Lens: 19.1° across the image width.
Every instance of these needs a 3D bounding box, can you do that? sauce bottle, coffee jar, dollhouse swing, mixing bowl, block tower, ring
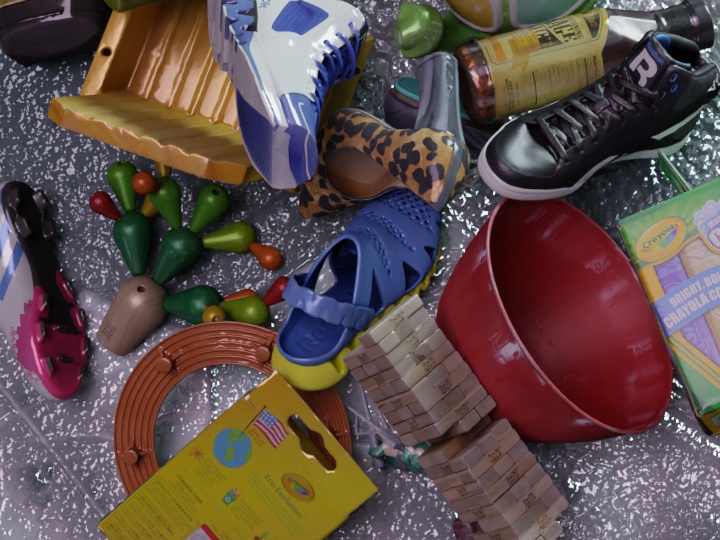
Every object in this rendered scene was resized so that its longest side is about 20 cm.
[{"bbox_3d":[0.173,-0.167,1.650,0.199,0.066,0.066,-16,74,-9],"label":"sauce bottle"},{"bbox_3d":[-0.267,-0.279,1.836,0.104,0.085,0.201,-11,76,14],"label":"coffee jar"},{"bbox_3d":[-0.124,-0.163,1.704,0.199,0.176,0.182,20,87,14],"label":"dollhouse swing"},{"bbox_3d":[0.129,0.052,1.599,0.108,0.200,0.201,-34,69,36],"label":"mixing bowl"},{"bbox_3d":[0.068,0.117,1.538,0.054,0.058,0.200,-39,97,-33],"label":"block tower"},{"bbox_3d":[-0.105,0.140,1.704,0.200,0.019,0.201,2,99,13],"label":"ring"}]

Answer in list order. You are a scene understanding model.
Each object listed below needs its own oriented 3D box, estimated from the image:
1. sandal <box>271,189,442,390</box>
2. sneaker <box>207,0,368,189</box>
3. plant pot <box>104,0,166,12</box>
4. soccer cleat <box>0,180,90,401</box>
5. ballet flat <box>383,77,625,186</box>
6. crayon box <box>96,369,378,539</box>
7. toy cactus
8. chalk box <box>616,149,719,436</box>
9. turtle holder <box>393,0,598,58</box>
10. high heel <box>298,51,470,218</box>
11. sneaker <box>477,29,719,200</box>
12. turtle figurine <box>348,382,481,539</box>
[{"bbox_3d":[0.000,0.000,1.665,0.079,0.087,0.200,22,57,22],"label":"sandal"},{"bbox_3d":[-0.042,-0.158,1.628,0.115,0.081,0.200,-7,46,-14],"label":"sneaker"},{"bbox_3d":[-0.136,-0.301,1.701,0.192,0.200,0.201,-26,71,-12],"label":"plant pot"},{"bbox_3d":[-0.287,0.024,1.804,0.086,0.070,0.201,-26,70,30],"label":"soccer cleat"},{"bbox_3d":[0.109,-0.094,1.687,0.199,0.073,0.073,18,86,15],"label":"ballet flat"},{"bbox_3d":[-0.091,0.180,1.671,0.200,0.051,0.127,-40,89,17],"label":"crayon box"},{"bbox_3d":[-0.160,0.001,1.752,0.200,0.102,0.165,41,104,13],"label":"toy cactus"},{"bbox_3d":[0.270,0.002,1.573,0.123,0.124,0.201,-22,75,8],"label":"chalk box"},{"bbox_3d":[0.107,-0.250,1.676,0.185,0.132,0.141,-15,76,16],"label":"turtle holder"},{"bbox_3d":[0.009,-0.061,1.629,0.200,0.071,0.143,-42,34,38],"label":"high heel"},{"bbox_3d":[0.180,-0.125,1.584,0.200,0.112,0.073,-20,62,-32],"label":"sneaker"},{"bbox_3d":[0.063,0.144,1.626,0.100,0.150,0.201,-25,80,-5],"label":"turtle figurine"}]
